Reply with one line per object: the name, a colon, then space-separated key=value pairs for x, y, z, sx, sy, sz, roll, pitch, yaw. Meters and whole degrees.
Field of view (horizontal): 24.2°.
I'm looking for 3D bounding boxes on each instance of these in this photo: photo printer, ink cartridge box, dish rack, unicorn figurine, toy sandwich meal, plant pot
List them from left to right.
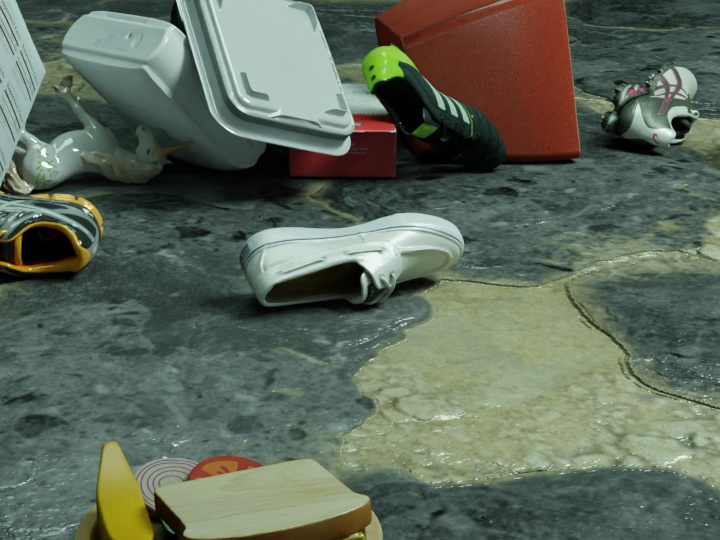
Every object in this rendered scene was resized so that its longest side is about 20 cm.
unicorn figurine: x=-0.292 y=-0.132 z=1.733 sx=0.200 sy=0.138 sz=0.074 roll=-28 pitch=-12 yaw=-14
photo printer: x=-0.199 y=-0.180 z=1.754 sx=0.166 sy=0.200 sz=0.070 roll=17 pitch=68 yaw=44
toy sandwich meal: x=-0.077 y=0.144 z=0.993 sx=0.205 sy=0.070 sz=0.205 roll=1 pitch=20 yaw=0
dish rack: x=-0.088 y=-0.212 z=1.684 sx=0.171 sy=0.044 sz=0.200 roll=9 pitch=50 yaw=-37
ink cartridge box: x=-0.021 y=-0.149 z=1.818 sx=0.116 sy=0.067 sz=0.200 roll=0 pitch=20 yaw=-2
plant pot: x=0.122 y=-0.225 z=1.881 sx=0.176 sy=0.200 sz=0.200 roll=-14 pitch=22 yaw=-10

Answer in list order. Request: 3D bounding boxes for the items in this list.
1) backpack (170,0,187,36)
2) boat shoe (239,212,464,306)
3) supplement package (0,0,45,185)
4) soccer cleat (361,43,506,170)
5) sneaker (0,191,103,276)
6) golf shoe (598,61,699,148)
backpack: x=-0.149 y=-0.233 z=1.860 sx=0.167 sy=0.127 sz=0.200 roll=41 pitch=-14 yaw=1
boat shoe: x=0.000 y=0.000 z=1.427 sx=0.199 sy=0.071 sz=0.070 roll=-3 pitch=47 yaw=-22
supplement package: x=-0.438 y=-0.172 z=1.622 sx=0.191 sy=0.147 sz=0.200 roll=6 pitch=56 yaw=12
soccer cleat: x=0.076 y=-0.156 z=1.758 sx=0.200 sy=0.067 sz=0.081 roll=36 pitch=32 yaw=-27
sneaker: x=-0.324 y=-0.031 z=1.469 sx=0.199 sy=0.078 sz=0.077 roll=-3 pitch=26 yaw=-11
golf shoe: x=0.355 y=-0.183 z=1.955 sx=0.088 sy=0.077 sz=0.200 roll=33 pitch=34 yaw=21
